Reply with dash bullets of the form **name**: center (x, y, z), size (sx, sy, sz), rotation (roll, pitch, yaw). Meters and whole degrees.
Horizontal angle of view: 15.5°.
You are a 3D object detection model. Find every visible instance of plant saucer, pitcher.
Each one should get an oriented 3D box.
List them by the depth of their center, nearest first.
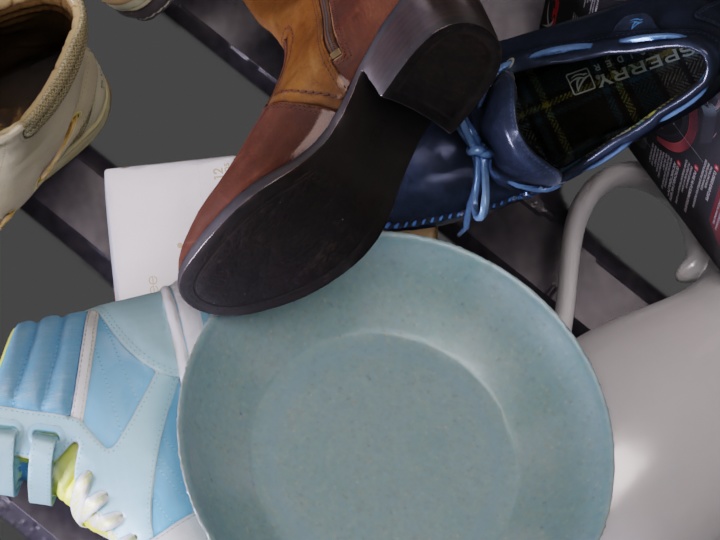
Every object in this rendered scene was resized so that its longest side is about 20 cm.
- **plant saucer**: center (0.013, 0.081, 1.186), size (0.200, 0.039, 0.201), rotation (6, 65, -12)
- **pitcher**: center (0.131, 0.053, 1.283), size (0.172, 0.121, 0.200), rotation (41, 69, 16)

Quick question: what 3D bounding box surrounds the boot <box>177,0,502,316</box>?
- **boot**: center (-0.036, -0.095, 1.205), size (0.068, 0.200, 0.188), rotation (25, 112, -33)

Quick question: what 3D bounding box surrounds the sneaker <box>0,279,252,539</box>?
- **sneaker**: center (-0.116, 0.108, 1.207), size (0.130, 0.080, 0.200), rotation (-7, 71, -6)

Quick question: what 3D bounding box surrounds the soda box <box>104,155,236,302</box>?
- **soda box**: center (-0.081, 0.049, 1.290), size (0.068, 0.064, 0.201), rotation (-6, 81, -4)

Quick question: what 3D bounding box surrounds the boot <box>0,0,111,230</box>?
- **boot**: center (-0.200, -0.047, 1.253), size (0.200, 0.155, 0.073), rotation (-42, 85, -9)

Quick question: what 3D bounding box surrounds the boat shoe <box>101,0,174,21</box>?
- **boat shoe**: center (-0.054, -0.198, 1.335), size (0.200, 0.072, 0.065), rotation (-54, 131, -13)

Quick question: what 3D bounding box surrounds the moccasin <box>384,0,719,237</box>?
- **moccasin**: center (0.075, -0.073, 1.175), size (0.200, 0.068, 0.081), rotation (-30, 99, 24)

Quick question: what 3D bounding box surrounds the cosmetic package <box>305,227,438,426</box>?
- **cosmetic package**: center (0.000, 0.000, 1.284), size (0.071, 0.105, 0.201), rotation (0, 81, -4)

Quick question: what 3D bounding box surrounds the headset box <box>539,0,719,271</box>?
- **headset box**: center (0.175, -0.107, 1.253), size (0.075, 0.149, 0.200), rotation (-20, 57, -21)
